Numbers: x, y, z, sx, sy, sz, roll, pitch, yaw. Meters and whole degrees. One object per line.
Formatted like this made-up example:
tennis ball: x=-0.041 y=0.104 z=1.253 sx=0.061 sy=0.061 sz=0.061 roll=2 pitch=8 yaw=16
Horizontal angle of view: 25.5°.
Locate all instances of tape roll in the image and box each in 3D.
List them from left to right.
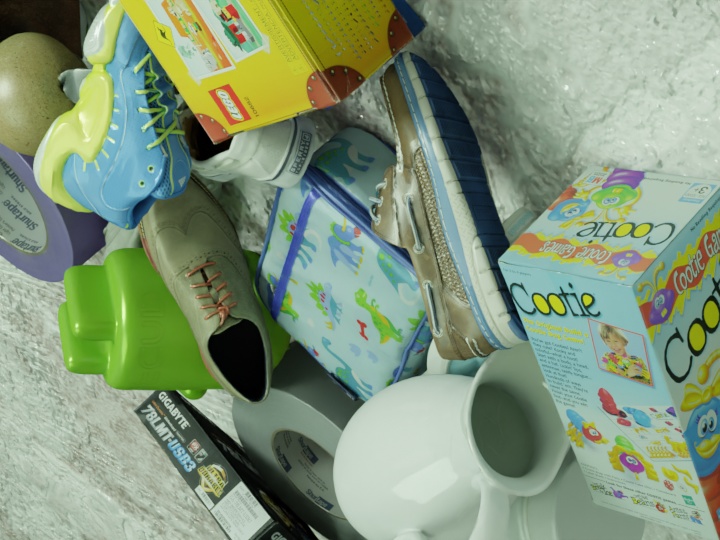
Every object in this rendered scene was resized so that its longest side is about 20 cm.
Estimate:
tape roll: x=-0.302 y=-0.093 z=1.440 sx=0.199 sy=0.085 sz=0.201 roll=31 pitch=146 yaw=24
tape roll: x=-0.019 y=0.159 z=1.400 sx=0.200 sy=0.066 sz=0.201 roll=32 pitch=147 yaw=23

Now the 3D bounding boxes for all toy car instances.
toy car: x=-0.237 y=-0.145 z=1.211 sx=0.199 sy=0.157 sz=0.165 roll=33 pitch=138 yaw=29

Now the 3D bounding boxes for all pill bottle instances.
pill bottle: x=0.113 y=0.179 z=1.208 sx=0.199 sy=0.114 sz=0.114 roll=-6 pitch=122 yaw=54

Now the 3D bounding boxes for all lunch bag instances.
lunch bag: x=0.000 y=0.000 z=1.174 sx=0.161 sy=0.082 sz=0.200 roll=44 pitch=149 yaw=13

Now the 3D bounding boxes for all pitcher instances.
pitcher: x=0.054 y=0.144 z=1.070 sx=0.121 sy=0.172 sz=0.200 roll=34 pitch=147 yaw=-14

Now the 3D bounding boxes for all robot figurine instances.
robot figurine: x=-0.145 y=0.040 z=1.311 sx=0.176 sy=0.199 sz=0.116 roll=109 pitch=153 yaw=-42

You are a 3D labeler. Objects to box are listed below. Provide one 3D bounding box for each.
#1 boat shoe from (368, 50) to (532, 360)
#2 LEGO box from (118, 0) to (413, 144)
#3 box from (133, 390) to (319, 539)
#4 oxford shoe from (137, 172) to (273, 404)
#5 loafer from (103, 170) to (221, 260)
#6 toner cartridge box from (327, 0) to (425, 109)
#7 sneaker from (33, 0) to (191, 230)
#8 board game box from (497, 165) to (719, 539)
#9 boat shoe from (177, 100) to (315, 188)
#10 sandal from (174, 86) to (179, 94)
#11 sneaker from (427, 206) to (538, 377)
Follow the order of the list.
boat shoe: x=0.043 y=-0.039 z=1.004 sx=0.072 sy=0.072 sz=0.201 roll=-24 pitch=75 yaw=24
LEGO box: x=-0.083 y=-0.189 z=0.967 sx=0.149 sy=0.077 sz=0.201 roll=-8 pitch=120 yaw=54
box: x=-0.103 y=0.217 z=1.476 sx=0.199 sy=0.050 sz=0.200 roll=48 pitch=178 yaw=39
oxford shoe: x=-0.110 y=0.010 z=1.206 sx=0.201 sy=0.070 sz=0.075 roll=65 pitch=172 yaw=-24
loafer: x=-0.174 y=-0.053 z=1.340 sx=0.200 sy=0.070 sz=0.070 roll=-45 pitch=59 yaw=49
toner cartridge box: x=-0.053 y=-0.207 z=1.028 sx=0.200 sy=0.043 sz=0.095 roll=51 pitch=148 yaw=-7
sneaker: x=-0.144 y=-0.114 z=1.092 sx=0.105 sy=0.076 sz=0.201 roll=36 pitch=121 yaw=7
board game box: x=0.181 y=0.050 z=0.977 sx=0.104 sy=0.103 sz=0.201 roll=12 pitch=136 yaw=45
boat shoe: x=-0.103 y=-0.100 z=1.144 sx=0.069 sy=0.071 sz=0.200 roll=18 pitch=-177 yaw=-27
sandal: x=-0.143 y=-0.161 z=1.178 sx=0.201 sy=0.057 sz=0.080 roll=-53 pitch=47 yaw=48
sneaker: x=0.104 y=0.045 z=1.101 sx=0.082 sy=0.074 sz=0.200 roll=41 pitch=151 yaw=15
